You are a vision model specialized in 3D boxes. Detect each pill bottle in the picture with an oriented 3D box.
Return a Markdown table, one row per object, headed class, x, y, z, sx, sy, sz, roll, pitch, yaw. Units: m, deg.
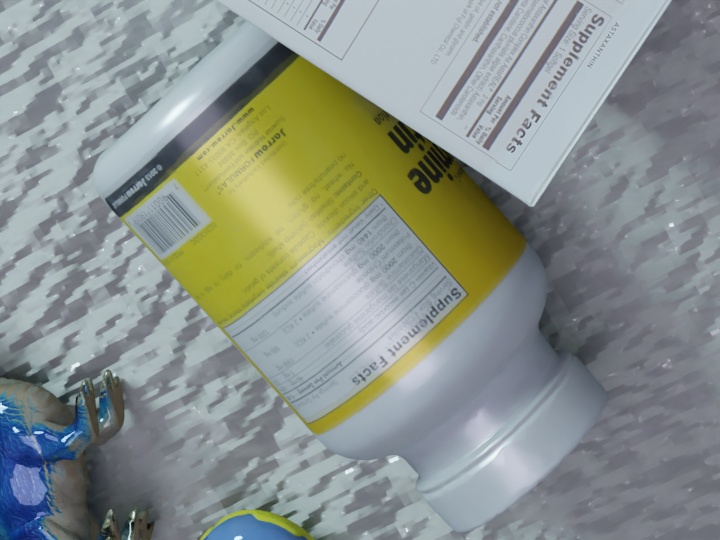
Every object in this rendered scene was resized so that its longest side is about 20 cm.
| class | x | y | z | sx | sy | sz | roll | pitch | yaw |
| --- | --- | --- | --- | --- | --- | --- | --- | --- | --- |
| pill bottle | 0.000 | 0.000 | 1.041 | 0.112 | 0.112 | 0.200 | -40 | 97 | 19 |

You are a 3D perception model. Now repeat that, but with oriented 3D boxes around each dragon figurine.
| class | x | y | z | sx | sy | sz | roll | pitch | yaw |
| --- | --- | --- | --- | --- | --- | --- | --- | --- | --- |
| dragon figurine | -0.143 | 0.100 | 1.120 | 0.099 | 0.059 | 0.201 | -12 | 94 | 14 |

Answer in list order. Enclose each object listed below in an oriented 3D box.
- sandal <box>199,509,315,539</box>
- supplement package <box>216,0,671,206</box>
| class | x | y | z | sx | sy | sz | roll | pitch | yaw |
| --- | --- | --- | --- | --- | --- | --- | --- | --- | --- |
| sandal | -0.063 | 0.195 | 1.128 | 0.079 | 0.087 | 0.201 | 19 | 108 | 7 |
| supplement package | 0.027 | -0.155 | 0.965 | 0.199 | 0.152 | 0.151 | 33 | 113 | -1 |
